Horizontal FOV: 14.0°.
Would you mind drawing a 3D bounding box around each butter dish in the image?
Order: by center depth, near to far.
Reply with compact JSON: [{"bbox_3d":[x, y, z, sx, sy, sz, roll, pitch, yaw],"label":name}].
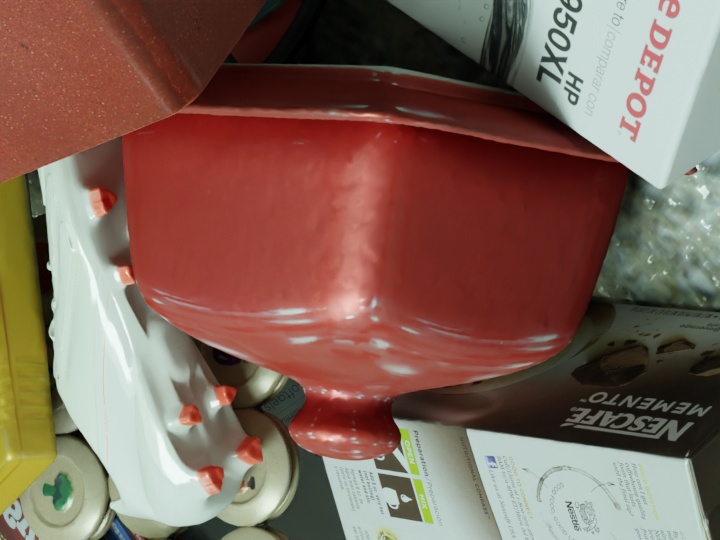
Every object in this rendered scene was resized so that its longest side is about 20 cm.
[{"bbox_3d":[0.000,0.000,1.143,0.200,0.199,0.148,4,89,43],"label":"butter dish"}]

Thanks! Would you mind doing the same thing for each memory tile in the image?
[{"bbox_3d":[-0.091,0.066,1.267,0.153,0.017,0.201,-9,82,34],"label":"memory tile"}]

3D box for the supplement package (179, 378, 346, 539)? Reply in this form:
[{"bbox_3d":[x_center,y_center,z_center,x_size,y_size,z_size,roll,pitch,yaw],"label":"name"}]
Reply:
[{"bbox_3d":[-0.021,0.164,1.359,0.200,0.117,0.117,52,140,6],"label":"supplement package"}]

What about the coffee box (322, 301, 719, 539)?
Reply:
[{"bbox_3d":[0.094,0.072,1.185,0.200,0.113,0.080,5,120,44],"label":"coffee box"}]

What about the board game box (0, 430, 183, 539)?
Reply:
[{"bbox_3d":[-0.138,0.104,1.343,0.200,0.019,0.103,52,140,26],"label":"board game box"}]

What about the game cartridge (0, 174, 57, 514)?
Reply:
[{"bbox_3d":[-0.184,0.015,1.312,0.176,0.032,0.201,137,129,-58],"label":"game cartridge"}]

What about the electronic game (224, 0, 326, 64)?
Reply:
[{"bbox_3d":[-0.102,-0.153,1.224,0.199,0.042,0.201,2,96,18],"label":"electronic game"}]

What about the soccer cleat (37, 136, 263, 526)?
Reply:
[{"bbox_3d":[-0.104,0.012,1.211,0.077,0.069,0.201,-11,98,39],"label":"soccer cleat"}]

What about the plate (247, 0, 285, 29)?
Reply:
[{"bbox_3d":[-0.096,-0.185,1.185,0.199,0.026,0.201,1,95,15],"label":"plate"}]

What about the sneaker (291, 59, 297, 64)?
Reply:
[{"bbox_3d":[-0.085,-0.125,1.280,0.080,0.074,0.200,-38,91,35],"label":"sneaker"}]

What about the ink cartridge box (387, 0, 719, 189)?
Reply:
[{"bbox_3d":[0.075,-0.148,1.076,0.200,0.084,0.145,36,137,22],"label":"ink cartridge box"}]

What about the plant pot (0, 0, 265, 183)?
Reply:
[{"bbox_3d":[-0.130,-0.145,1.069,0.199,0.200,0.176,-18,119,38],"label":"plant pot"}]
